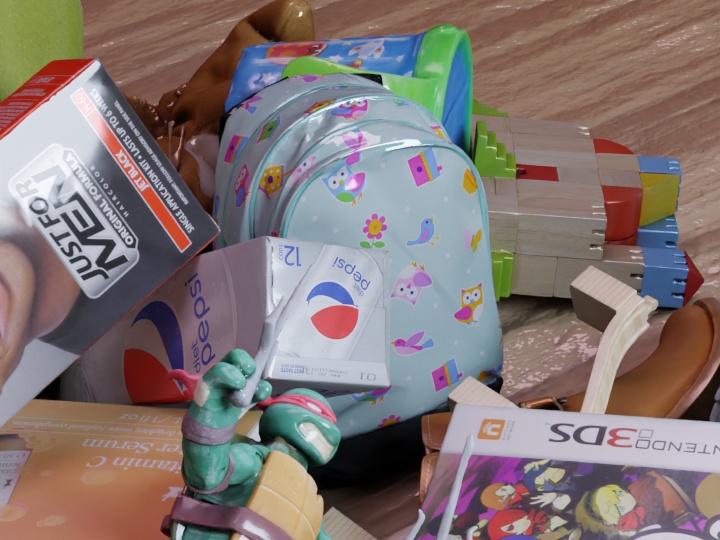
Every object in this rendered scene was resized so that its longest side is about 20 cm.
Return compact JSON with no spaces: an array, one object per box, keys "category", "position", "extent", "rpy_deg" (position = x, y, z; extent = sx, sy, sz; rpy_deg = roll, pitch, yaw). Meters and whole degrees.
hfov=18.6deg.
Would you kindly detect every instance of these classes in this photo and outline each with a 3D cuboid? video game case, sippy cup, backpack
[{"category":"video game case","position":[0.097,0.146,0.886],"extent":[0.180,0.036,0.201],"rpy_deg":[3,50,25]},{"category":"sippy cup","position":[-0.008,-0.076,1.263],"extent":[0.129,0.179,0.140],"rpy_deg":[6,43,11]},{"category":"backpack","position":[0.000,0.000,1.117],"extent":[0.166,0.202,0.126],"rpy_deg":[-19,27,-24]}]

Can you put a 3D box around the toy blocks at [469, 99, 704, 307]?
[{"category":"toy blocks","position":[0.131,-0.037,1.305],"extent":[0.135,0.101,0.200],"rpy_deg":[4,25,-1]}]

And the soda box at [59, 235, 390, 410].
[{"category":"soda box","position":[-0.068,0.032,1.023],"extent":[0.068,0.064,0.199],"rpy_deg":[6,-11,-34]}]

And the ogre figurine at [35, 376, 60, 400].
[{"category":"ogre figurine","position":[-0.185,0.066,1.170],"extent":[0.119,0.099,0.201],"rpy_deg":[12,42,1]}]

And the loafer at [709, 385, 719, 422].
[{"category":"loafer","position":[0.205,0.028,0.996],"extent":[0.071,0.063,0.200],"rpy_deg":[7,45,39]}]

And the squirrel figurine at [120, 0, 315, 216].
[{"category":"squirrel figurine","position":[-0.111,-0.064,1.408],"extent":[0.199,0.142,0.187],"rpy_deg":[-2,32,48]}]

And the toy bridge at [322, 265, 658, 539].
[{"category":"toy bridge","position":[0.070,0.075,1.007],"extent":[0.200,0.027,0.067],"rpy_deg":[-41,49,-21]}]

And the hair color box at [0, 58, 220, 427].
[{"category":"hair color box","position":[-0.169,0.007,0.955],"extent":[0.200,0.102,0.061],"rpy_deg":[-43,22,-18]}]

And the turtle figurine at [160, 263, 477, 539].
[{"category":"turtle figurine","position":[-0.032,0.109,0.870],"extent":[0.100,0.149,0.201],"rpy_deg":[-20,41,50]}]

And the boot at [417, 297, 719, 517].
[{"category":"boot","position":[0.107,0.081,1.076],"extent":[0.154,0.077,0.201],"rpy_deg":[-4,35,11]}]

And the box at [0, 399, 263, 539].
[{"category":"box","position":[-0.134,0.150,0.951],"extent":[0.151,0.107,0.200],"rpy_deg":[2,26,20]}]

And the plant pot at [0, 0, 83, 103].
[{"category":"plant pot","position":[-0.216,-0.029,1.080],"extent":[0.185,0.187,0.202],"rpy_deg":[-10,68,-3]}]
